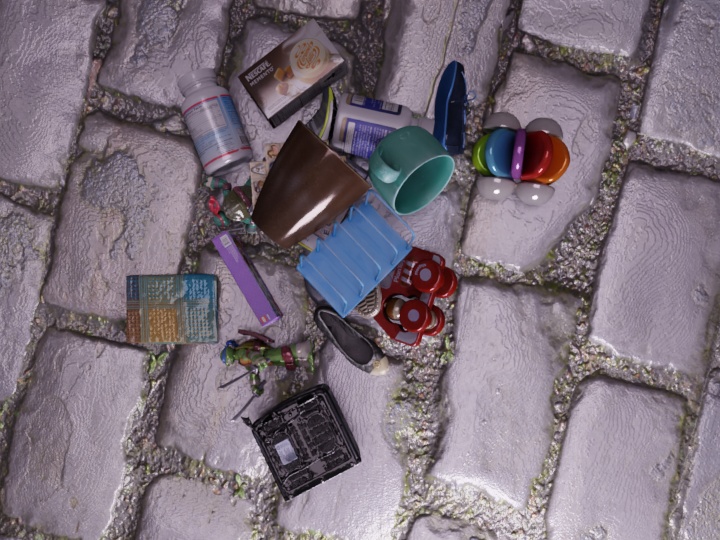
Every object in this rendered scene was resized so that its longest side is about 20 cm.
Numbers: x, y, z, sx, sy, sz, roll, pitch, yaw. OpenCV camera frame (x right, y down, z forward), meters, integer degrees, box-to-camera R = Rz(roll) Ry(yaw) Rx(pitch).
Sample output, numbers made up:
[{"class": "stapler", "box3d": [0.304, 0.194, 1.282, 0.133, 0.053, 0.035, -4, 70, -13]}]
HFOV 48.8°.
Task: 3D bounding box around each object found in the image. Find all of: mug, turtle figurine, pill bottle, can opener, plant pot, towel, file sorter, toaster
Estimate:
[{"class": "mug", "box3d": [0.086, -0.207, 1.514, 0.151, 0.185, 0.115, -37, 65, -5]}, {"class": "turtle figurine", "box3d": [-0.188, 0.214, 1.618, 0.190, 0.201, 0.146, -7, 123, -3]}, {"class": "pill bottle", "box3d": [0.047, -0.285, 1.633, 0.197, 0.120, 0.122, 13, 89, 1]}, {"class": "pill bottle", "box3d": [-0.305, -0.307, 1.643, 0.107, 0.109, 0.203, -22, 88, 0]}, {"class": "can opener", "box3d": [-0.112, -0.027, 1.663, 0.066, 0.053, 0.202, -28, 88, -1]}, {"class": "plant pot", "box3d": [-0.110, -0.146, 1.510, 0.186, 0.187, 0.201, 41, 95, 1]}, {"class": "towel", "box3d": [-0.398, 0.082, 1.682, 0.196, 0.022, 0.150, -1, 88, 3]}, {"class": "file sorter", "box3d": [-0.009, -0.037, 1.540, 0.139, 0.123, 0.200, 45, 78, 7]}, {"class": "toaster", "box3d": [-0.116, 0.339, 1.623, 0.179, 0.119, 0.202, -27, 89, -1]}, {"class": "turtle figurine", "box3d": [-0.244, -0.140, 1.638, 0.199, 0.100, 0.151, -37, 114, -15]}]

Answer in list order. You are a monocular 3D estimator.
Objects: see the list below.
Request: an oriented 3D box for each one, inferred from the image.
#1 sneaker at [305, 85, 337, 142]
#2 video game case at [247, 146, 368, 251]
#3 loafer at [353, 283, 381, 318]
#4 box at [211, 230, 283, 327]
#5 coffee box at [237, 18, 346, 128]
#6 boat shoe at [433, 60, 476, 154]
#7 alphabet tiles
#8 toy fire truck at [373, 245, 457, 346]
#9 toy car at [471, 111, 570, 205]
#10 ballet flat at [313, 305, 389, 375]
[{"class": "sneaker", "box3d": [-0.099, -0.290, 1.661, 0.080, 0.074, 0.203, 15, 87, 5]}, {"class": "video game case", "box3d": [-0.104, -0.159, 1.609, 0.179, 0.025, 0.202, 31, 84, -10]}, {"class": "loafer", "box3d": [0.000, 0.000, 1.642, 0.075, 0.068, 0.203, -21, 79, 18]}, {"class": "box", "box3d": [-0.228, 0.019, 1.622, 0.039, 0.137, 0.202, -31, 88, -1]}, {"class": "coffee box", "box3d": [-0.140, -0.409, 1.656, 0.199, 0.080, 0.115, -36, 85, 0]}, {"class": "boat shoe", "box3d": [0.194, -0.333, 1.652, 0.068, 0.084, 0.204, 14, 80, -21]}, {"class": "alphabet tiles", "box3d": [-0.121, -0.173, 1.590, 0.196, 0.006, 0.170, -6, 91, -13]}, {"class": "toy fire truck", "box3d": [0.096, 0.045, 1.644, 0.166, 0.112, 0.203, 19, 91, 27]}, {"class": "toy car", "box3d": [0.328, -0.232, 1.613, 0.196, 0.150, 0.178, 8, 89, 1]}, {"class": "ballet flat", "box3d": [-0.022, 0.151, 1.656, 0.199, 0.057, 0.067, 40, 90, 1]}]
